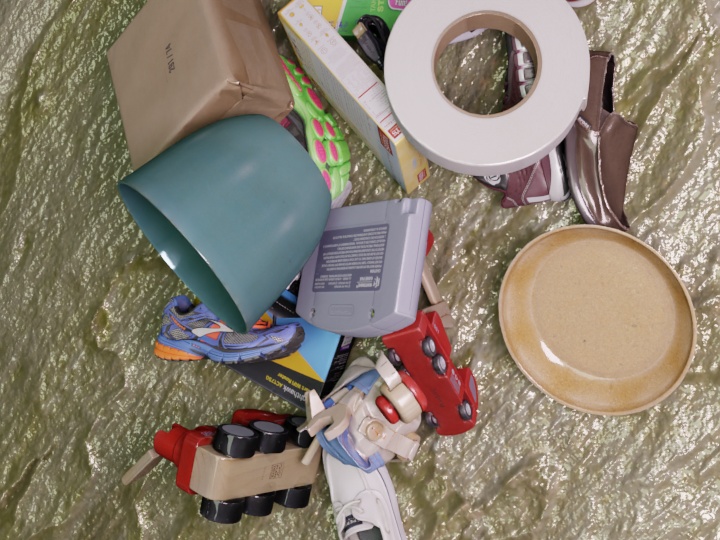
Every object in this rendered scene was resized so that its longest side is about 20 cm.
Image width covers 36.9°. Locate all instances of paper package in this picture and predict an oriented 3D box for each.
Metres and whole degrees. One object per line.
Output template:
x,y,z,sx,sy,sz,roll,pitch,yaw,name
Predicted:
-0.186,-0.217,1.222,0.190,0.103,0.202,-39,56,31,paper package

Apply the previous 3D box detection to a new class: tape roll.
0.122,-0.192,1.042,0.199,0.037,0.207,-1,78,6,tape roll

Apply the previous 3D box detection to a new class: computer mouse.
0.092,-0.260,1.124,0.198,0.044,0.110,-32,61,-10,computer mouse

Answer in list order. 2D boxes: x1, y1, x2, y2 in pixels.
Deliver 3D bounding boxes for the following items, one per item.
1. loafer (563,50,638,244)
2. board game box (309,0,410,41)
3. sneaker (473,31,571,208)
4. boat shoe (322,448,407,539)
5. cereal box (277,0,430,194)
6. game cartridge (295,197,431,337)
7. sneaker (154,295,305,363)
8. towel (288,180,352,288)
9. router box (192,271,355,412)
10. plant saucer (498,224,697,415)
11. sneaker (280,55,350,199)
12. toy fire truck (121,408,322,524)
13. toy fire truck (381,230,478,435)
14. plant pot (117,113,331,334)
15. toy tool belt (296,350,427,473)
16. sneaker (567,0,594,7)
0.239,-0.127,1.066,0.070,0.073,0.204,-14,85,26,loafer
0.015,-0.358,1.196,0.151,0.040,0.204,7,94,27,board game box
0.147,-0.159,1.115,0.114,0.075,0.204,-15,84,29,sneaker
0.002,0.278,1.198,0.071,0.065,0.203,-22,81,25,boat shoe
-0.003,-0.186,1.152,0.039,0.144,0.201,-39,74,-4,cereal box
0.000,0.000,1.106,0.199,0.040,0.135,-2,73,58,game cartridge
-0.152,0.063,1.213,0.197,0.075,0.080,0,90,26,sneaker
-0.121,-0.077,1.244,0.198,0.024,0.148,24,72,25,towel
-0.100,0.054,1.253,0.198,0.051,0.151,25,103,24,router box
0.235,0.045,1.067,0.197,0.035,0.204,12,116,25,plant saucer
-0.075,-0.154,1.230,0.084,0.076,0.202,-41,61,27,sneaker
-0.166,0.212,1.230,0.198,0.175,0.131,18,99,36,toy fire truck
0.071,0.058,1.139,0.048,0.142,0.201,-16,122,25,toy fire truck
-0.127,-0.064,1.118,0.200,0.201,0.161,41,73,20,plant pot
-0.003,0.163,1.113,0.122,0.200,0.125,-38,89,-12,toy tool belt
0.216,-0.368,1.051,0.077,0.115,0.204,6,95,25,sneaker
